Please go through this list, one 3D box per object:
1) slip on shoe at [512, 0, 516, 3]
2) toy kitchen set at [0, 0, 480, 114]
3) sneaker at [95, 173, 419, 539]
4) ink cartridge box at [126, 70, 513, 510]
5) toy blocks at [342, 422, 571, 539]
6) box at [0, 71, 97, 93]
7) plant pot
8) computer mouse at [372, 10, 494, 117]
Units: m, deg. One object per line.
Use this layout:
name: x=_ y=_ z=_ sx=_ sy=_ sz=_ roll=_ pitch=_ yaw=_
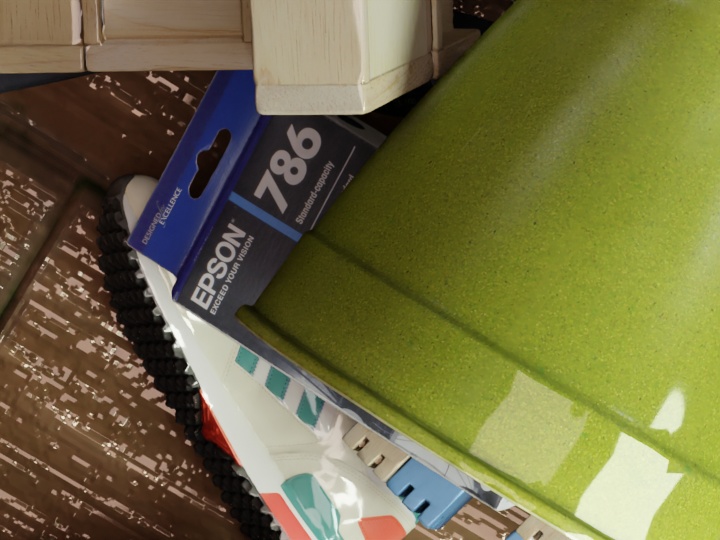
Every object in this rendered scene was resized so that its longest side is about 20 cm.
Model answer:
slip on shoe: x=0.049 y=-0.177 z=1.242 sx=0.074 sy=0.061 sz=0.200 roll=-39 pitch=96 yaw=3
toy kitchen set: x=-0.074 y=-0.146 z=1.043 sx=0.199 sy=0.180 sz=0.164 roll=0 pitch=100 yaw=14
sneaker: x=-0.035 y=0.036 z=1.267 sx=0.093 sy=0.070 sz=0.200 roll=-31 pitch=96 yaw=-18
ink cartridge box: x=0.000 y=0.000 z=1.165 sx=0.200 sy=0.039 sz=0.100 roll=31 pitch=103 yaw=17
toy blocks: x=0.054 y=0.047 z=1.206 sx=0.137 sy=0.100 sz=0.200 roll=-45 pitch=77 yaw=4
box: x=-0.065 y=-0.165 z=1.186 sx=0.199 sy=0.107 sz=0.149 roll=-10 pitch=98 yaw=16
plant pot: x=0.091 y=-0.014 z=1.027 sx=0.200 sy=0.200 sz=0.193 roll=32 pitch=91 yaw=-7
computer mouse: x=0.078 y=-0.091 z=1.228 sx=0.199 sy=0.034 sz=0.059 roll=3 pitch=140 yaw=23
